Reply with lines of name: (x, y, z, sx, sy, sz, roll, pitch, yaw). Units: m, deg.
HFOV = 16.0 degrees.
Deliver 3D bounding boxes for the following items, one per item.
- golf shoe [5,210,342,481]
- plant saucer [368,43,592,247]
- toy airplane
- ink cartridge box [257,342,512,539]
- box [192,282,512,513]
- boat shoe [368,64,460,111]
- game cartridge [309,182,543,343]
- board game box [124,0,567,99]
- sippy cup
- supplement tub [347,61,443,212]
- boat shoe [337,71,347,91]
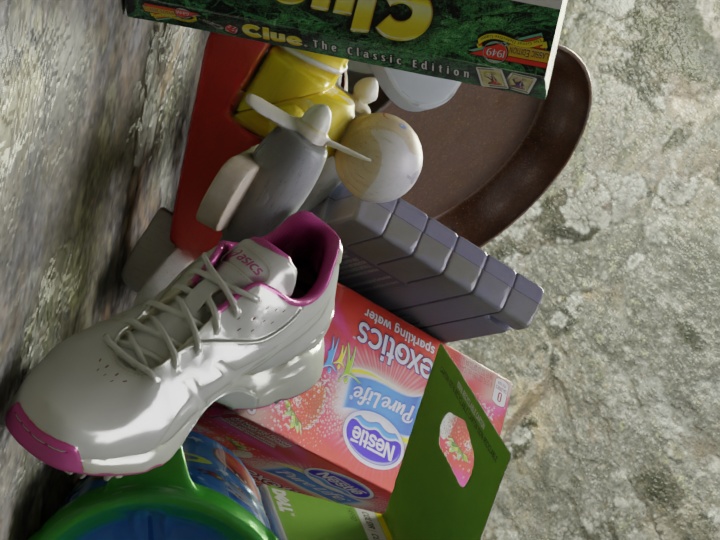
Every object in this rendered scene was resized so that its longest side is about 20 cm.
golf shoe: (-0.079, 0.027, 1.140, 0.200, 0.075, 0.092, -26, 148, -52)
plant saucer: (0.047, -0.072, 1.526, 0.035, 0.199, 0.201, 55, -22, 30)
toy airplane: (-0.040, -0.053, 1.274, 0.200, 0.140, 0.201, 95, 9, -53)
ink cartridge box: (-0.006, 0.144, 1.272, 0.148, 0.075, 0.201, -120, -133, -67)
box: (-0.018, 0.075, 1.444, 0.199, 0.095, 0.100, 31, 65, -37)
boat shoe: (0.002, -0.182, 1.412, 0.068, 0.073, 0.201, -19, -89, 59)
game cartridge: (0.000, 0.000, 1.447, 0.200, 0.129, 0.039, -13, -135, 60)
board game box: (-0.001, -0.146, 1.187, 0.024, 0.198, 0.106, 89, 13, -65)
sippy cup: (-0.096, 0.142, 1.234, 0.178, 0.139, 0.130, -54, -168, 15)
supplement tub: (0.007, -0.105, 1.617, 0.201, 0.144, 0.146, 93, 10, -53)
boat shoe: (-0.038, -0.151, 1.458, 0.063, 0.071, 0.202, 61, 38, -72)
